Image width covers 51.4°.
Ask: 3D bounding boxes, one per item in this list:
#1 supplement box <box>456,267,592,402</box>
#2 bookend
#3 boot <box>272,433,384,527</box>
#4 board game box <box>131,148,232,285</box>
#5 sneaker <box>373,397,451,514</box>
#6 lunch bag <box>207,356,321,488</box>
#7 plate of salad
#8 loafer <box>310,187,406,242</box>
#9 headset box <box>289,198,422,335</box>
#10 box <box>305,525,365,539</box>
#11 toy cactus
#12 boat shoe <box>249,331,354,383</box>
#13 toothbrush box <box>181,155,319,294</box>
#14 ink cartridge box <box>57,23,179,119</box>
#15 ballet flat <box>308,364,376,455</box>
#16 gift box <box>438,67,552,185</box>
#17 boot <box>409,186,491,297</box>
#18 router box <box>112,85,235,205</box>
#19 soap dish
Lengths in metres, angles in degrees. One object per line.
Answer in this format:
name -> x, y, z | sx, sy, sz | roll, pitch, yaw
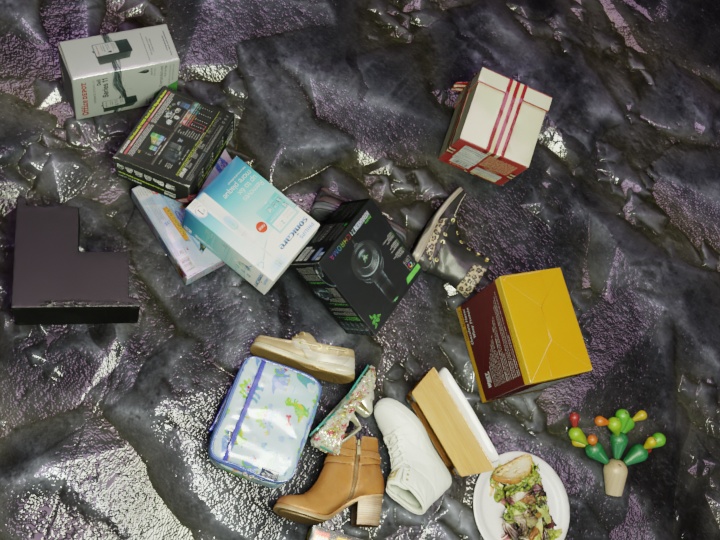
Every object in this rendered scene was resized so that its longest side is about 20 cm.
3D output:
supplement box -> 0.301, 0.126, 1.417 | 0.132, 0.200, 0.199 | -8, 73, -20
bookend -> -0.483, -0.016, 1.282 | 0.197, 0.092, 0.202 | 0, 69, -19
boot -> -0.053, 0.356, 1.292 | 0.198, 0.074, 0.156 | 13, 62, -24
board game box -> -0.291, -0.105, 1.404 | 0.199, 0.041, 0.201 | -30, 81, -25
sneaker -> 0.073, 0.328, 1.319 | 0.201, 0.074, 0.115 | 53, 37, 6
lunch bag -> -0.167, 0.259, 1.287 | 0.160, 0.083, 0.201 | 24, 64, -5
plate of salad -> 0.304, 0.437, 1.386 | 0.198, 0.048, 0.202 | 6, 68, -16
loafer -> 0.002, -0.113, 1.487 | 0.198, 0.072, 0.063 | 18, 61, -7
headset box -> 0.000, 0.000, 1.394 | 0.174, 0.092, 0.200 | -51, 119, -27
box -> -0.008, 0.524, 1.258 | 0.198, 0.040, 0.138 | 20, 67, -10
toy cactus -> 0.495, 0.353, 1.468 | 0.198, 0.102, 0.167 | 7, 87, -18
boat shoe -> -0.102, 0.148, 1.357 | 0.199, 0.074, 0.070 | 20, 60, -18
toothbrush box -> -0.199, -0.081, 1.355 | 0.200, 0.085, 0.147 | 41, 64, -2
ink cartridge box -> -0.448, -0.369, 1.396 | 0.199, 0.147, 0.084 | -18, 77, -22
ballet flat -> -0.018, 0.252, 1.328 | 0.064, 0.076, 0.200 | 40, 50, 3
gift box -> 0.272, -0.309, 1.588 | 0.183, 0.200, 0.188 | 22, 80, -12
boot -> 0.199, -0.057, 1.524 | 0.150, 0.073, 0.201 | 35, 68, -1
router box -> -0.340, -0.233, 1.386 | 0.149, 0.062, 0.201 | 22, 58, 2
soap dish -> 0.158, 0.276, 1.347 | 0.081, 0.157, 0.201 | -30, 80, -8
